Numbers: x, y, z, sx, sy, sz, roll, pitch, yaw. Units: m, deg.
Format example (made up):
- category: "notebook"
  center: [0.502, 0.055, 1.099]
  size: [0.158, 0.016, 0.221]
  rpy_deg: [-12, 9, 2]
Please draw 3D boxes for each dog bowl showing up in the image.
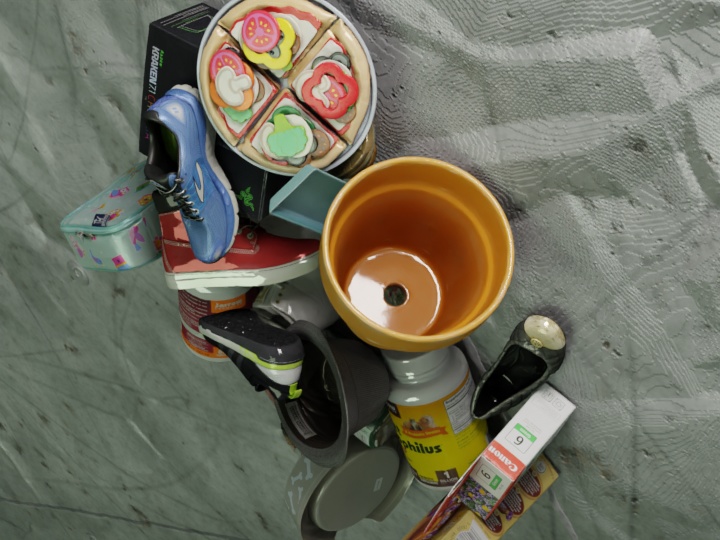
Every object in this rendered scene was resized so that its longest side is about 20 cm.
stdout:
- category: "dog bowl"
  center: [-0.015, 0.279, 1.784]
  size: [0.059, 0.200, 0.200]
  rpy_deg: [41, 149, 35]

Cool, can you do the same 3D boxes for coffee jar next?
- category: "coffee jar"
  center: [-0.030, 0.133, 1.720]
  size: [0.200, 0.104, 0.085]
  rpy_deg: [34, 158, 18]

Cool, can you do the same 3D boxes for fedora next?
- category: "fedora"
  center: [-0.028, 0.140, 1.588]
  size: [0.200, 0.090, 0.177]
  rpy_deg: [-24, 79, 60]

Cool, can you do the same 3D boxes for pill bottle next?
- category: "pill bottle"
  center: [0.089, 0.163, 1.619]
  size: [0.109, 0.109, 0.200]
  rpy_deg: [10, 132, 41]
- category: "pill bottle"
  center: [-0.188, 0.020, 1.770]
  size: [0.109, 0.110, 0.200]
  rpy_deg: [31, 143, 22]

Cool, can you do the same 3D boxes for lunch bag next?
- category: "lunch bag"
  center: [-0.275, -0.077, 1.684]
  size: [0.160, 0.200, 0.077]
  rpy_deg: [8, 128, 45]

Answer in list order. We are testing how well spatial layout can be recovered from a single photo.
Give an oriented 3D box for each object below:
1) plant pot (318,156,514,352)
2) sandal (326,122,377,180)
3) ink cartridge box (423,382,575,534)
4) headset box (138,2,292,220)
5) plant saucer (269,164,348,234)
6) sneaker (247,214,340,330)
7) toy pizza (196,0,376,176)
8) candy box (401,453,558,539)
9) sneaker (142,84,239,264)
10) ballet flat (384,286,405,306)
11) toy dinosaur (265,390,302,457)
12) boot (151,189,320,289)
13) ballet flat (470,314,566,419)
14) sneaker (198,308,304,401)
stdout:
- category: "plant pot"
  center: [0.048, 0.003, 1.449]
  size: [0.200, 0.200, 0.183]
  rpy_deg: [42, 162, 6]
- category: "sandal"
  center: [-0.013, -0.129, 1.474]
  size: [0.200, 0.054, 0.080]
  rpy_deg: [144, 126, -70]
- category: "ink cartridge box"
  center: [0.159, 0.228, 1.529]
  size: [0.050, 0.200, 0.109]
  rpy_deg: [38, 145, 12]
- category: "headset box"
  center: [-0.141, -0.177, 1.506]
  size: [0.200, 0.093, 0.174]
  rpy_deg: [30, 130, 22]
- category: "plant saucer"
  center: [-0.027, -0.069, 1.451]
  size: [0.070, 0.200, 0.019]
  rpy_deg: [-43, 64, 15]
- category: "sneaker"
  center: [-0.101, -0.004, 1.649]
  size: [0.200, 0.116, 0.074]
  rpy_deg: [52, 147, -6]
- category: "toy pizza"
  center: [-0.080, -0.189, 1.369]
  size: [0.200, 0.032, 0.201]
  rpy_deg: [8, 115, 17]
- category: "candy box"
  center: [0.138, 0.297, 1.623]
  size: [0.056, 0.200, 0.117]
  rpy_deg: [53, 146, -5]
- category: "sneaker"
  center: [-0.197, -0.097, 1.469]
  size: [0.078, 0.089, 0.200]
  rpy_deg: [3, 117, 39]
- category: "ballet flat"
  center: [0.000, 0.000, 1.590]
  size: [0.076, 0.064, 0.200]
  rpy_deg: [-7, 120, 47]
- category: "toy dinosaur"
  center: [-0.085, 0.176, 1.795]
  size: [0.200, 0.136, 0.086]
  rpy_deg: [46, 146, 1]
- category: "boot"
  center: [-0.145, -0.057, 1.576]
  size: [0.200, 0.072, 0.145]
  rpy_deg: [-4, 105, 12]
- category: "ballet flat"
  center: [0.181, 0.115, 1.519]
  size: [0.066, 0.057, 0.200]
  rpy_deg: [38, 145, 10]
- category: "sneaker"
  center: [-0.134, 0.105, 1.594]
  size: [0.200, 0.072, 0.083]
  rpy_deg: [24, 122, 54]
